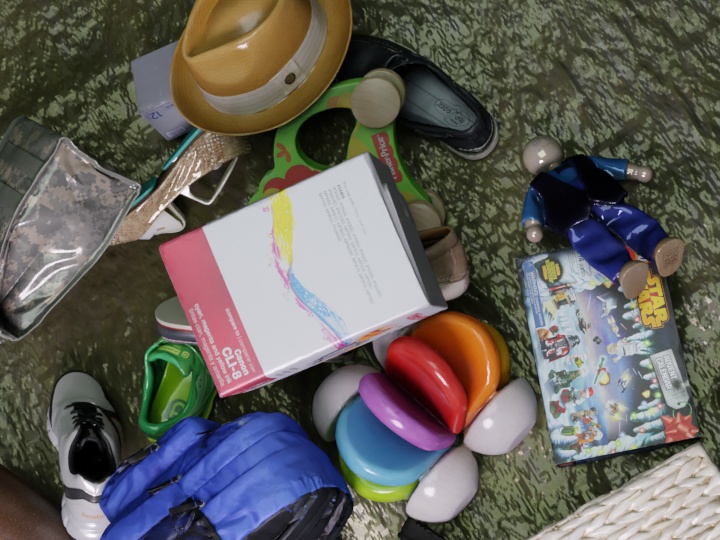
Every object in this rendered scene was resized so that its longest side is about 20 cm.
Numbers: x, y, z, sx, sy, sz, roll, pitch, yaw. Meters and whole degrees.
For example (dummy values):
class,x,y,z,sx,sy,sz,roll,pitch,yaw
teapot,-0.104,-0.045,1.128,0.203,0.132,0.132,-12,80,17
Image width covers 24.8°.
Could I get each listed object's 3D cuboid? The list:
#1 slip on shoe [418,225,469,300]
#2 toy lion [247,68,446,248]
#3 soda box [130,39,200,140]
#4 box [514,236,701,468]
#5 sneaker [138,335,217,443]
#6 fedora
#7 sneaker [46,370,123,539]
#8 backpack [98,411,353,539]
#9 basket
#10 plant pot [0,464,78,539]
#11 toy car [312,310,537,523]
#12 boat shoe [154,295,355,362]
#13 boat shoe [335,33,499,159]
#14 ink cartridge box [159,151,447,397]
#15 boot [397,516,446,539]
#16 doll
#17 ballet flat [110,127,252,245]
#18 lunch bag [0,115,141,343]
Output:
class,x,y,z,sx,sy,sz,roll,pitch,yaw
slip on shoe,0.000,0.000,1.525,0.199,0.076,0.061,-5,122,10
toy lion,-0.026,-0.074,1.576,0.191,0.069,0.201,-16,104,11
soda box,-0.126,-0.206,1.635,0.199,0.063,0.069,-22,60,14
box,0.230,0.073,1.530,0.136,0.040,0.201,-13,77,9
sneaker,-0.161,0.078,1.595,0.074,0.084,0.201,16,83,15
fedora,-0.107,-0.225,1.546,0.200,0.082,0.201,-11,63,21
sneaker,-0.257,0.161,1.568,0.073,0.080,0.200,-5,41,-17
backpack,-0.121,0.211,1.472,0.200,0.163,0.168,-37,71,5
basket,0.253,0.252,1.443,0.200,0.136,0.124,-31,72,5
plant pot,-0.316,0.298,1.554,0.199,0.187,0.188,25,86,2
toy car,0.053,0.123,1.503,0.175,0.150,0.200,41,90,16
boat shoe,-0.097,0.058,1.562,0.199,0.063,0.071,-1,35,-14
boat shoe,0.045,-0.178,1.606,0.199,0.066,0.075,39,91,17
ink cartridge box,-0.044,0.004,1.428,0.199,0.145,0.145,-24,85,8
boot,0.070,0.332,1.470,0.211,0.079,0.158,26,81,52
doll,0.218,-0.061,1.529,0.136,0.049,0.200,-32,49,-11
ballet flat,-0.185,-0.078,1.638,0.200,0.071,0.065,-42,104,15
lunch bag,-0.328,-0.037,1.605,0.117,0.164,0.200,32,88,-28
